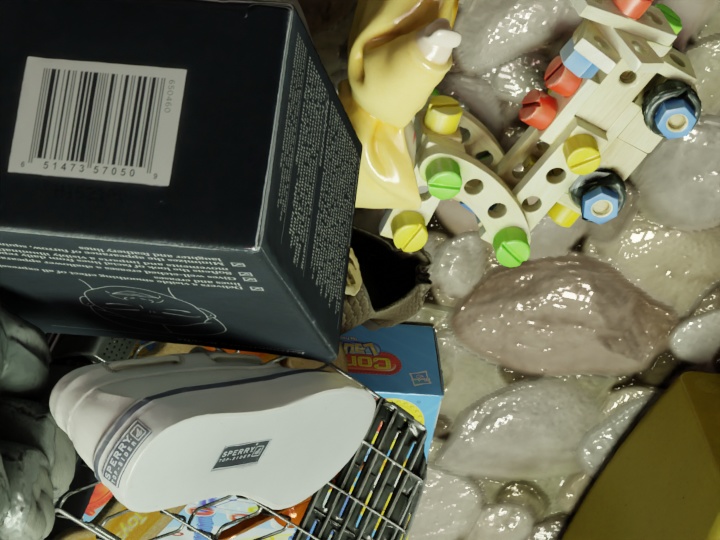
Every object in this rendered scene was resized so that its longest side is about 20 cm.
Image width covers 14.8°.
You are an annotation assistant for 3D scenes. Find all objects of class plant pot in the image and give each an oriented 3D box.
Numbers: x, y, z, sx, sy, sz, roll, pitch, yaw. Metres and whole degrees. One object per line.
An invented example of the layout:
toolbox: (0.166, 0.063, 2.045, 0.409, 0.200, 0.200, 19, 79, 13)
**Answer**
plant pot: (0.230, 0.169, 1.538, 0.199, 0.200, 0.177, 7, 119, -12)

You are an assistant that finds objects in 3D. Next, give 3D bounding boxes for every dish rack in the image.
dish rack: (-0.066, 0.092, 1.331, 0.200, 0.154, 0.054, 34, 160, -20)

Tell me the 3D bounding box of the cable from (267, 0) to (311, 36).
cable: (-0.116, -0.080, 1.349, 0.199, 0.069, 0.200, -17, 132, 8)

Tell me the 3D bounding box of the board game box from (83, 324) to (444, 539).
board game box: (-0.068, 0.114, 1.535, 0.199, 0.056, 0.196, 3, 132, -9)

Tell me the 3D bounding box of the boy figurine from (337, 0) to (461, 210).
boy figurine: (0.029, -0.114, 1.287, 0.064, 0.124, 0.201, 15, 110, -12)

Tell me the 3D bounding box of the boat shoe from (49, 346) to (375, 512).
boat shoe: (-0.066, 0.066, 1.245, 0.200, 0.066, 0.072, -5, 130, -57)

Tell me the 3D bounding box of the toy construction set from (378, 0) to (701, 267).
toy construction set: (0.091, -0.080, 1.363, 0.131, 0.092, 0.200, 25, 136, -25)

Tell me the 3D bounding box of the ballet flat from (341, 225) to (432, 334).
ballet flat: (0.000, 0.000, 1.379, 0.046, 0.068, 0.200, -24, 170, 11)

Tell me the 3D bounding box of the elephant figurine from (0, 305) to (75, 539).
elephant figurine: (-0.236, 0.078, 1.185, 0.199, 0.156, 0.141, -14, 171, 19)

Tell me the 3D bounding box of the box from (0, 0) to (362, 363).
box: (-0.089, -0.039, 1.190, 0.148, 0.108, 0.200, 5, 166, 9)

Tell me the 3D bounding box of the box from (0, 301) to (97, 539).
box: (-0.245, 0.069, 1.404, 0.199, 0.105, 0.149, 10, 134, 15)

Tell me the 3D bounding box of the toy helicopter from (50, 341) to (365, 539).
toy helicopter: (-0.081, 0.102, 1.404, 0.132, 0.079, 0.200, 44, 77, -11)
